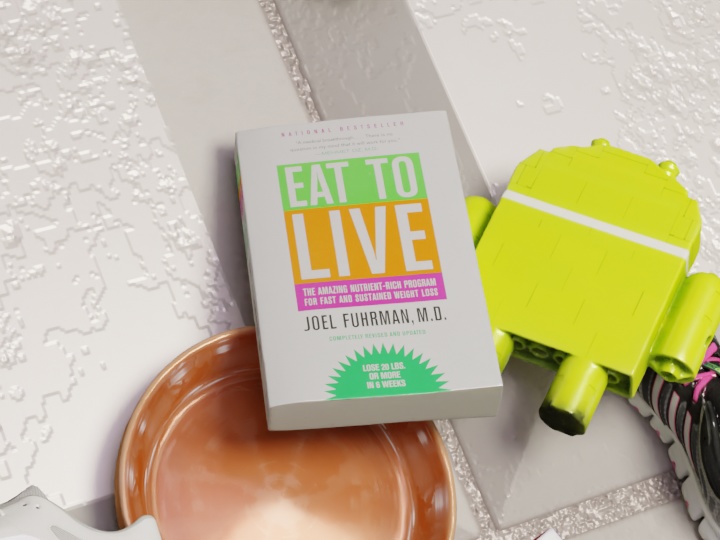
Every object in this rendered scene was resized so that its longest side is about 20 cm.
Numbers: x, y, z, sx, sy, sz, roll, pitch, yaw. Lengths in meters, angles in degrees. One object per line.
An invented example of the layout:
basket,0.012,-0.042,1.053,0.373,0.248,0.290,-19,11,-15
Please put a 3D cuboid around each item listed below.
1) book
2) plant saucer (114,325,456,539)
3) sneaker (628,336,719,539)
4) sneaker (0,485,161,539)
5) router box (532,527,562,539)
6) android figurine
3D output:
book,0.000,0.000,1.258,0.133,0.048,0.200,-4,54,-9
plant saucer,-0.043,0.129,1.223,0.200,0.032,0.201,8,65,-16
sneaker,0.216,0.077,1.309,0.074,0.087,0.200,-17,74,-26
sneaker,-0.198,0.157,1.130,0.199,0.074,0.089,5,60,-16
router box,0.102,0.277,1.201,0.179,0.049,0.200,-35,83,-29
android figurine,0.132,0.002,1.303,0.182,0.041,0.200,18,61,17
